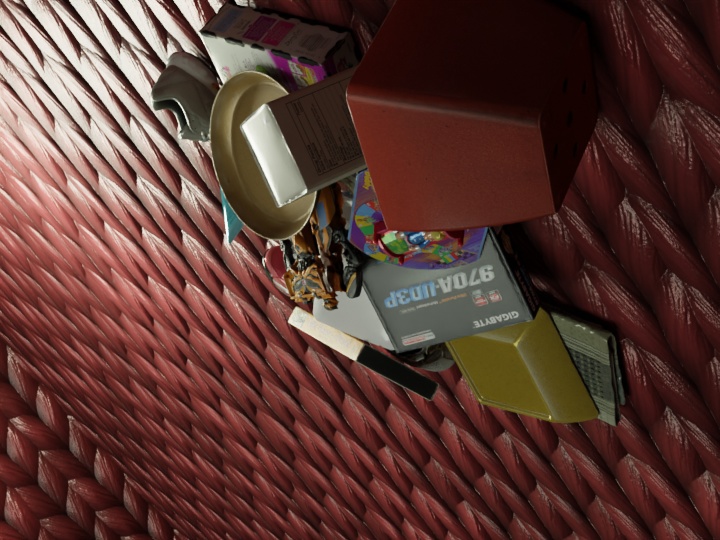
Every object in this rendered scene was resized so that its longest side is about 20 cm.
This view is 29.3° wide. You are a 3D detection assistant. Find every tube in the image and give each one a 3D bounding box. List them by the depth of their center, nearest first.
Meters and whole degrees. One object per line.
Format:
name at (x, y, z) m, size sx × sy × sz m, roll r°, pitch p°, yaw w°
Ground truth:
tube at (-0.159, -0.112, 1.804) m, size 0.050 × 0.078 × 0.201 m, roll 23°, pitch -157°, yaw -20°

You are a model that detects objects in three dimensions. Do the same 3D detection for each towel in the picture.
towel at (0.250, 0.101, 1.758) m, size 0.199 × 0.035 × 0.194 m, roll 26°, pitch 149°, yaw 32°

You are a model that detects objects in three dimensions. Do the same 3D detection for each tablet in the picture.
tablet at (0.000, 0.000, 1.747) m, size 0.129 × 0.014 × 0.202 m, roll 20°, pitch 127°, yaw 22°

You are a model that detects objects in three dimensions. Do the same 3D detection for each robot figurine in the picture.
robot figurine at (-0.063, -0.048, 1.665) m, size 0.144 × 0.058 × 0.203 m, roll -9°, pitch 95°, yaw 50°

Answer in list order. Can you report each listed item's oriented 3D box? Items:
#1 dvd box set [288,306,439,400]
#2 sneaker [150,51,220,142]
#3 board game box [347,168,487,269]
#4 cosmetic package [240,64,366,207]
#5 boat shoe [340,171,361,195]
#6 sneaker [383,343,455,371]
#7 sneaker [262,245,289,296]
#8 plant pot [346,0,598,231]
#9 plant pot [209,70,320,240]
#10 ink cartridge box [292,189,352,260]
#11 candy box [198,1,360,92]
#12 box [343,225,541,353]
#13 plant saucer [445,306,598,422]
dvd box set at (0.003, 0.114, 1.906) m, size 0.146 × 0.030 × 0.199 m, roll 30°, pitch 177°, yaw -32°
sneaker at (-0.190, -0.189, 1.795) m, size 0.199 × 0.092 × 0.076 m, roll 37°, pitch 155°, yaw -8°
board game box at (0.065, -0.045, 1.531) m, size 0.156 × 0.039 × 0.201 m, roll 7°, pitch 144°, yaw -2°
cosmetic package at (-0.014, -0.155, 1.462) m, size 0.087 × 0.198 × 0.104 m, roll -23°, pitch 92°, yaw 62°
boat shoe at (-0.011, -0.141, 1.670) m, size 0.200 × 0.071 × 0.065 m, roll 41°, pitch 134°, yaw 26°
sneaker at (0.069, 0.103, 1.874) m, size 0.199 × 0.075 × 0.082 m, roll 28°, pitch -161°, yaw -44°
sneaker at (-0.046, 0.010, 1.977) m, size 0.198 × 0.074 × 0.087 m, roll 29°, pitch 148°, yaw 4°
plant pot at (0.121, -0.158, 1.321) m, size 0.174 × 0.201 × 0.201 m, roll 13°, pitch 146°, yaw 26°
plant pot at (-0.107, -0.137, 1.617) m, size 0.199 × 0.027 × 0.203 m, roll 23°, pitch 122°, yaw 43°
ink cartridge box at (-0.014, -0.045, 1.782) m, size 0.094 × 0.044 × 0.200 m, roll 49°, pitch 138°, yaw -3°
candy box at (-0.082, -0.230, 1.620) m, size 0.198 × 0.061 × 0.137 m, roll 20°, pitch 149°, yaw 34°
box at (0.098, 0.004, 1.659) m, size 0.198 × 0.046 × 0.160 m, roll -15°, pitch 112°, yaw 32°
plant saucer at (0.188, 0.120, 1.780) m, size 0.199 × 0.049 × 0.201 m, roll 10°, pitch 139°, yaw 48°
